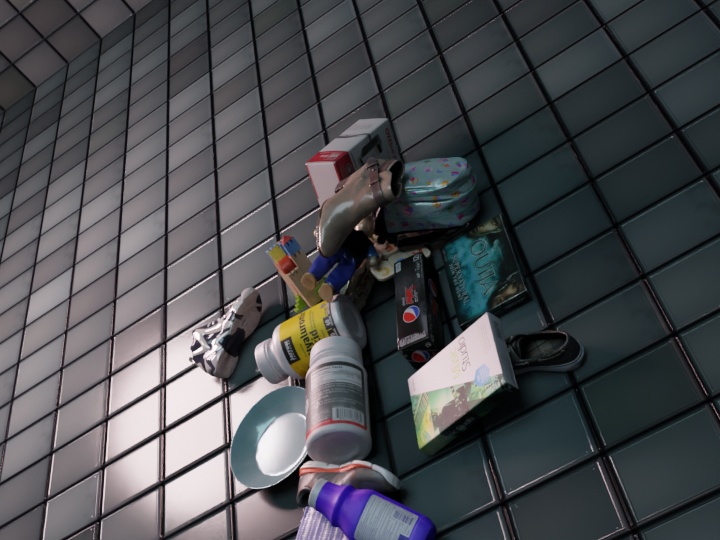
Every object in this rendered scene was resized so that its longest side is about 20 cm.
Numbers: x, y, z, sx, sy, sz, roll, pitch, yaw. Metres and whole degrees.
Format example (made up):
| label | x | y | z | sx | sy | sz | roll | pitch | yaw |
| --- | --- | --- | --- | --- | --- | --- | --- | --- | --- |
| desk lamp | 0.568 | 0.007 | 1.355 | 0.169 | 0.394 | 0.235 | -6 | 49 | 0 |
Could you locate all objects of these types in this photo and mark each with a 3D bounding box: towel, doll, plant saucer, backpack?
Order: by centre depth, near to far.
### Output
| label | x | y | z | sx | sy | sz | roll | pitch | yaw |
| --- | --- | --- | --- | --- | --- | --- | --- | --- | --- |
| towel | -0.029 | 0.446 | 1.475 | 0.197 | 0.024 | 0.147 | -8 | 52 | 39 |
| plant saucer | -0.148 | 0.307 | 1.685 | 0.198 | 0.039 | 0.204 | -24 | 43 | 24 |
| doll | -0.033 | -0.034 | 1.738 | 0.135 | 0.049 | 0.200 | 30 | 51 | 13 |
| backpack | 0.125 | -0.137 | 1.759 | 0.195 | 0.128 | 0.169 | -2 | 41 | 21 |

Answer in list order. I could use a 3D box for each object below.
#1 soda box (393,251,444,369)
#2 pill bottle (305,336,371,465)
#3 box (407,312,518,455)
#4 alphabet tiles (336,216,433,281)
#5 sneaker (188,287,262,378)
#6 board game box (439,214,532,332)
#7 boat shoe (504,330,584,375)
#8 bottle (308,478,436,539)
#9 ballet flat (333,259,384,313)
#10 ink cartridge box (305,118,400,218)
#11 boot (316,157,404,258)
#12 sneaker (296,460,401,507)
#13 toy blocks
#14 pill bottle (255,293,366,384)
| label | x | y | z | sx | sy | sz | roll | pitch | yaw |
| --- | --- | --- | --- | --- | --- | --- | --- | --- | --- |
| soda box | 0.104 | 0.069 | 1.655 | 0.062 | 0.071 | 0.203 | -22 | 44 | 22 |
| pill bottle | -0.040 | 0.223 | 1.607 | 0.112 | 0.114 | 0.203 | -25 | 42 | 20 |
| box | 0.158 | 0.182 | 1.491 | 0.200 | 0.036 | 0.146 | -45 | 34 | 30 |
| alphabet tiles | 0.039 | -0.055 | 1.802 | 0.197 | 0.015 | 0.196 | -26 | 42 | -17 |
| sneaker | -0.293 | 0.121 | 1.944 | 0.127 | 0.079 | 0.203 | 8 | 71 | 35 |
| board game box | 0.218 | 0.003 | 1.651 | 0.134 | 0.028 | 0.202 | -30 | 41 | 18 |
| boat shoe | 0.257 | 0.126 | 1.483 | 0.197 | 0.057 | 0.070 | -10 | 49 | 35 |
| bottle | 0.014 | 0.377 | 1.408 | 0.197 | 0.065 | 0.085 | 20 | 72 | 24 |
| ballet flat | 0.000 | 0.000 | 1.814 | 0.074 | 0.064 | 0.203 | -6 | 51 | 37 |
| ink cartridge box | -0.004 | -0.198 | 1.879 | 0.082 | 0.149 | 0.200 | 2 | 34 | 39 |
| boot | 0.005 | -0.121 | 1.685 | 0.144 | 0.070 | 0.203 | -14 | 48 | 36 |
| sneaker | -0.022 | 0.358 | 1.499 | 0.197 | 0.077 | 0.083 | -10 | 48 | 37 |
| toy blocks | -0.127 | -0.005 | 1.811 | 0.099 | 0.138 | 0.200 | -38 | 10 | -9 |
| pill bottle | -0.095 | 0.134 | 1.737 | 0.197 | 0.111 | 0.113 | -28 | 41 | 19 |
